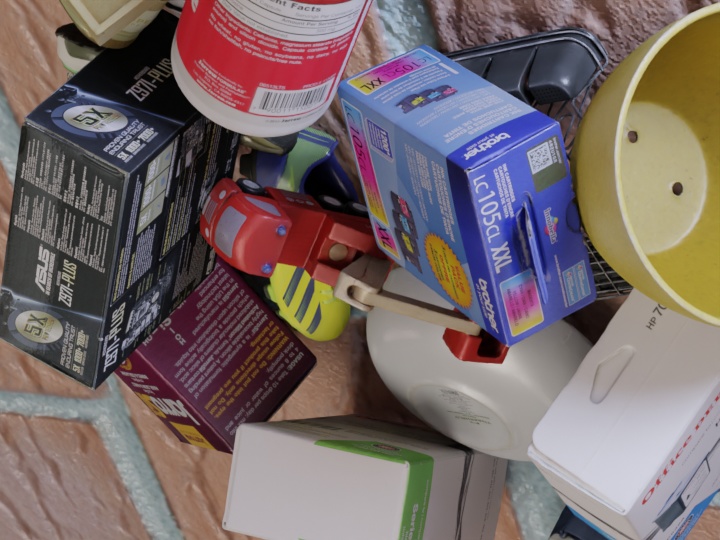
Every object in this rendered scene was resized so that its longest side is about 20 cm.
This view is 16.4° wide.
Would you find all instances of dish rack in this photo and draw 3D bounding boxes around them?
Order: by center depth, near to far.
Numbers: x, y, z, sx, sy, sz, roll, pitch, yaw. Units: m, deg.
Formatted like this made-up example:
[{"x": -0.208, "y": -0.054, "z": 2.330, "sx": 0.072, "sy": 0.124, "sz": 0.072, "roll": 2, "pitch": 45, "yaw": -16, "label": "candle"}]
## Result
[{"x": 0.129, "y": -0.063, "z": 1.704, "sx": 0.153, "sy": 0.055, "sz": 0.201, "roll": -7, "pitch": 128, "yaw": 40, "label": "dish rack"}]

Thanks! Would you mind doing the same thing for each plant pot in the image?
[{"x": 0.210, "y": -0.063, "z": 1.569, "sx": 0.200, "sy": 0.200, "sz": 0.142, "roll": 47, "pitch": 162, "yaw": -17, "label": "plant pot"}]

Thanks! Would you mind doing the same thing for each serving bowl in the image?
[{"x": 0.087, "y": 0.081, "z": 1.829, "sx": 0.199, "sy": 0.066, "sz": 0.201, "roll": 23, "pitch": 153, "yaw": 12, "label": "serving bowl"}]

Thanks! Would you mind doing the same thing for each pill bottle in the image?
[{"x": -0.044, "y": -0.185, "z": 1.539, "sx": 0.112, "sy": 0.113, "sz": 0.201, "roll": 29, "pitch": 139, "yaw": 4, "label": "pill bottle"}]

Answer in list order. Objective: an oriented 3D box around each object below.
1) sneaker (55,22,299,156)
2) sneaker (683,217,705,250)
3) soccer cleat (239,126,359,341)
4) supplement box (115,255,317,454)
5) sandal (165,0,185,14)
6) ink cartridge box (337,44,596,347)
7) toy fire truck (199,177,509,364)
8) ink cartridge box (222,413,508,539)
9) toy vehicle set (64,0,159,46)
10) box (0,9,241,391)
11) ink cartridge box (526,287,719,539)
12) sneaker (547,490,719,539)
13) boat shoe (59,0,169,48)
[{"x": -0.132, "y": -0.113, "z": 1.793, "sx": 0.199, "sy": 0.077, "sz": 0.089, "roll": 24, "pitch": 124, "yaw": 22, "label": "sneaker"}, {"x": 0.282, "y": 0.037, "z": 1.690, "sx": 0.200, "sy": 0.072, "sz": 0.080, "roll": 38, "pitch": 136, "yaw": -8, "label": "sneaker"}, {"x": -0.030, "y": -0.021, "z": 1.840, "sx": 0.083, "sy": 0.065, "sz": 0.201, "roll": 5, "pitch": 133, "yaw": 23, "label": "soccer cleat"}, {"x": -0.149, "y": 0.033, "z": 1.910, "sx": 0.200, "sy": 0.103, "sz": 0.131, "roll": 47, "pitch": 163, "yaw": -16, "label": "supplement box"}, {"x": -0.077, "y": -0.191, "z": 1.686, "sx": 0.205, "sy": 0.079, "sz": 0.060, "roll": 12, "pitch": 134, "yaw": 20, "label": "sandal"}, {"x": 0.075, "y": -0.045, "z": 1.586, "sx": 0.200, "sy": 0.076, "sz": 0.137, "roll": 35, "pitch": 147, "yaw": 52, "label": "ink cartridge box"}, {"x": 0.000, "y": 0.000, "z": 1.711, "sx": 0.199, "sy": 0.141, "sz": 0.049, "roll": 11, "pitch": 111, "yaw": -31, "label": "toy fire truck"}, {"x": 0.008, "y": 0.164, "z": 1.894, "sx": 0.144, "sy": 0.200, "sz": 0.085, "roll": 10, "pitch": 94, "yaw": 25, "label": "ink cartridge box"}, {"x": -0.179, "y": -0.261, "z": 1.604, "sx": 0.200, "sy": 0.124, "sz": 0.027, "roll": 52, "pitch": 173, "yaw": 6, "label": "toy vehicle set"}, {"x": -0.160, "y": -0.049, "z": 1.698, "sx": 0.086, "sy": 0.164, "sz": 0.201, "roll": 27, "pitch": 134, "yaw": 14, "label": "box"}, {"x": 0.199, "y": 0.106, "z": 1.685, "sx": 0.086, "sy": 0.147, "sz": 0.200, "roll": 34, "pitch": 174, "yaw": 20, "label": "ink cartridge box"}, {"x": 0.206, "y": 0.182, "z": 1.826, "sx": 0.080, "sy": 0.147, "sz": 0.200, "roll": 39, "pitch": 140, "yaw": -9, "label": "sneaker"}, {"x": -0.197, "y": -0.243, "z": 1.645, "sx": 0.063, "sy": 0.073, "sz": 0.201, "roll": -39, "pitch": 79, "yaw": 35, "label": "boat shoe"}]
